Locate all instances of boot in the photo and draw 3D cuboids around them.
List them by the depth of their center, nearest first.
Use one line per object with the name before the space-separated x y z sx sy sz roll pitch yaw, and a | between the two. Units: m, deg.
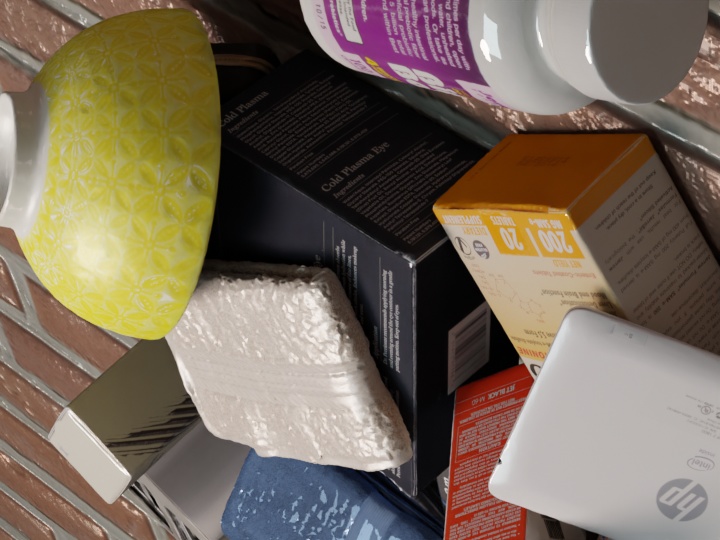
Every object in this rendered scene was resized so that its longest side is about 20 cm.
boot | -0.092 -0.054 1.491 0.077 0.139 0.200 2 164 -6

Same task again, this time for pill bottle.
pill bottle | 0.069 -0.137 1.148 0.199 0.112 0.113 19 142 48

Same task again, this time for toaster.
toaster | -0.101 0.152 1.788 0.181 0.119 0.200 41 165 23

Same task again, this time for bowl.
bowl | -0.165 -0.062 1.407 0.200 0.107 0.202 -175 90 -69

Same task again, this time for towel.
towel | -0.058 0.054 1.437 0.199 0.034 0.133 3 124 52
towel | -0.002 0.193 1.618 0.200 0.048 0.112 36 113 23

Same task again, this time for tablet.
tablet | 0.181 0.104 1.262 0.199 0.014 0.131 20 119 -3

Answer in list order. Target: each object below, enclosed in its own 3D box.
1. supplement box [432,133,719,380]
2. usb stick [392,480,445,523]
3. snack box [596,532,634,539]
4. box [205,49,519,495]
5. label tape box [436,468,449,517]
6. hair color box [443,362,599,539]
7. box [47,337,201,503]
supplement box | 0.142 0.025 1.307 0.126 0.073 0.201 4 131 57
usb stick | 0.008 0.138 1.738 0.200 0.033 0.055 49 156 0
snack box | 0.225 0.189 1.324 0.199 0.072 0.024 26 170 -9
box | 0.000 0.000 1.440 0.182 0.104 0.201 32 142 29
label tape box | 0.100 0.166 1.592 0.199 0.066 0.144 29 149 33
hair color box | 0.102 0.165 1.356 0.064 0.201 0.111 -22 131 29
box | -0.121 0.068 1.645 0.068 0.200 0.082 46 155 3
